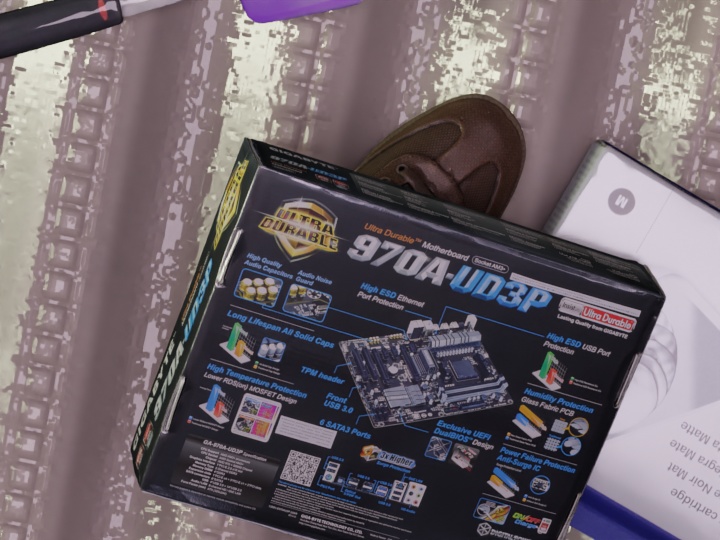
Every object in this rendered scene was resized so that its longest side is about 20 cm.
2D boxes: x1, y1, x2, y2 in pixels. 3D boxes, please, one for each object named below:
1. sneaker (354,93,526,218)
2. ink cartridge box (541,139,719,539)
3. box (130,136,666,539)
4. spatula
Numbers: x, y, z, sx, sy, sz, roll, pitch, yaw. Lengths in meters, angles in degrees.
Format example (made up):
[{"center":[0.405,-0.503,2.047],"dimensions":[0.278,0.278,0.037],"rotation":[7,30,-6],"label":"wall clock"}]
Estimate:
[{"center":[0.000,0.000,1.216],"dimensions":[0.200,0.076,0.070],"rotation":[-44,95,6],"label":"sneaker"},{"center":[0.146,0.073,1.243],"dimensions":[0.199,0.041,0.201],"rotation":[29,97,-4],"label":"ink cartridge box"},{"center":[0.016,0.047,1.173],"dimensions":[0.199,0.046,0.160],"rotation":[17,107,-15],"label":"box"},{"center":[-0.097,-0.129,1.227],"dimensions":[0.199,0.021,0.057],"rotation":[-14,99,3],"label":"spatula"}]
